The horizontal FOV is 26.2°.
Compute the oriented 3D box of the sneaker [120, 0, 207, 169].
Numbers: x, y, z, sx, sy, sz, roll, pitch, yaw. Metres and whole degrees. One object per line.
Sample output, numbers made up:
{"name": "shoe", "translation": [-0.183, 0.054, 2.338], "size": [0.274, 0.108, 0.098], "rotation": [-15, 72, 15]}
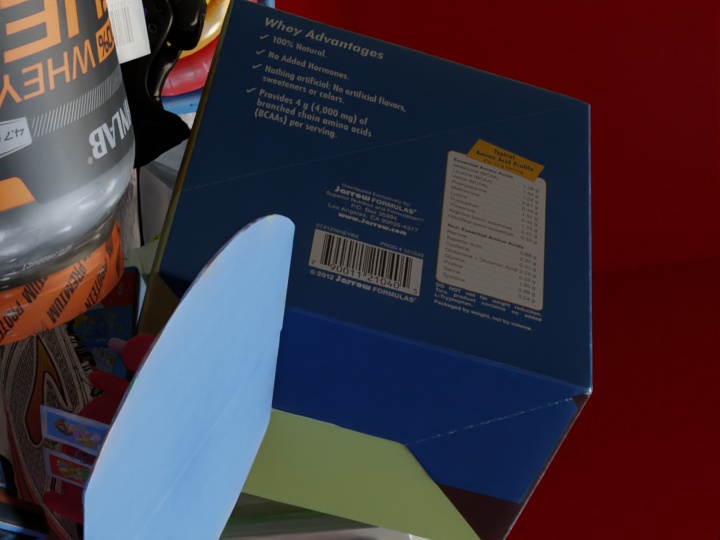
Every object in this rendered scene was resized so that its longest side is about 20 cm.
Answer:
{"name": "sneaker", "translation": [-0.134, -0.152, 0.842], "size": [0.070, 0.099, 0.201], "rotation": [23, 57, -85]}

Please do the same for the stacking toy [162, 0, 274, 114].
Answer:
{"name": "stacking toy", "translation": [-0.136, -0.191, 0.959], "size": [0.200, 0.115, 0.110], "rotation": [55, 28, -60]}

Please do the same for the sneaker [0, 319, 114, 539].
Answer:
{"name": "sneaker", "translation": [-0.132, 0.060, 0.677], "size": [0.078, 0.082, 0.201], "rotation": [63, 22, -76]}

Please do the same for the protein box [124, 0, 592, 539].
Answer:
{"name": "protein box", "translation": [0.000, 0.000, 0.763], "size": [0.201, 0.197, 0.135], "rotation": [-82, -170, -45]}

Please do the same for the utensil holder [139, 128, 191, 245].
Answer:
{"name": "utensil holder", "translation": [-0.047, -0.033, 1.142], "size": [0.170, 0.199, 0.171], "rotation": [-7, 90, -84]}

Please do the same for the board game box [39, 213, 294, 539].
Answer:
{"name": "board game box", "translation": [-0.081, 0.064, 0.598], "size": [0.201, 0.039, 0.158], "rotation": [100, 17, -44]}

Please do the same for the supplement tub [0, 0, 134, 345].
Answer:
{"name": "supplement tub", "translation": [-0.144, -0.082, 0.511], "size": [0.123, 0.122, 0.201], "rotation": [-86, 168, -65]}

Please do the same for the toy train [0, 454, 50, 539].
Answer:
{"name": "toy train", "translation": [-0.150, 0.076, 0.467], "size": [0.200, 0.086, 0.115], "rotation": [73, 3, -76]}

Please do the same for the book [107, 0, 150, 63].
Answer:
{"name": "book", "translation": [-0.151, -0.170, 0.609], "size": [0.133, 0.048, 0.201], "rotation": [-28, 116, -48]}

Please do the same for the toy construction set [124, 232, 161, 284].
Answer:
{"name": "toy construction set", "translation": [-0.103, 0.052, 0.987], "size": [0.201, 0.092, 0.132], "rotation": [85, -13, -50]}

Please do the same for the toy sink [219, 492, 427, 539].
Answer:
{"name": "toy sink", "translation": [-0.029, 0.164, 0.830], "size": [0.200, 0.130, 0.113], "rotation": [-83, 166, -66]}

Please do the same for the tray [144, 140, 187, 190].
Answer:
{"name": "tray", "translation": [-0.081, -0.050, 0.963], "size": [0.107, 0.200, 0.022], "rotation": [41, 79, -44]}

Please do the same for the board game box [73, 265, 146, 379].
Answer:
{"name": "board game box", "translation": [-0.125, 0.136, 0.829], "size": [0.200, 0.056, 0.197], "rotation": [77, 8, -53]}
